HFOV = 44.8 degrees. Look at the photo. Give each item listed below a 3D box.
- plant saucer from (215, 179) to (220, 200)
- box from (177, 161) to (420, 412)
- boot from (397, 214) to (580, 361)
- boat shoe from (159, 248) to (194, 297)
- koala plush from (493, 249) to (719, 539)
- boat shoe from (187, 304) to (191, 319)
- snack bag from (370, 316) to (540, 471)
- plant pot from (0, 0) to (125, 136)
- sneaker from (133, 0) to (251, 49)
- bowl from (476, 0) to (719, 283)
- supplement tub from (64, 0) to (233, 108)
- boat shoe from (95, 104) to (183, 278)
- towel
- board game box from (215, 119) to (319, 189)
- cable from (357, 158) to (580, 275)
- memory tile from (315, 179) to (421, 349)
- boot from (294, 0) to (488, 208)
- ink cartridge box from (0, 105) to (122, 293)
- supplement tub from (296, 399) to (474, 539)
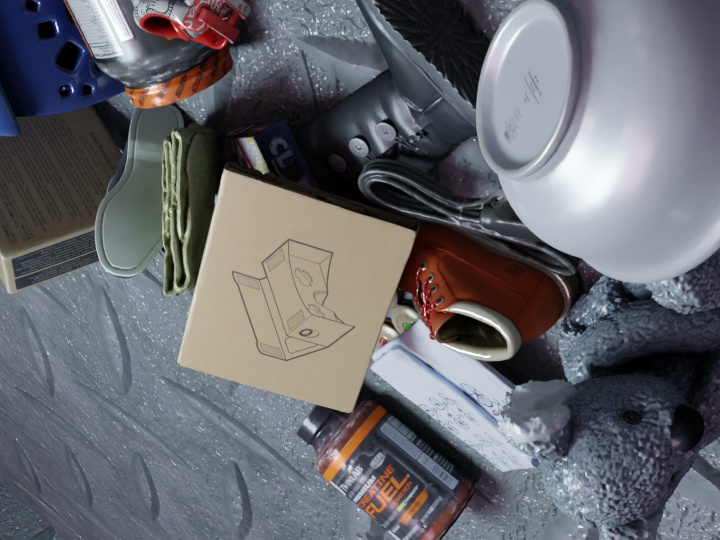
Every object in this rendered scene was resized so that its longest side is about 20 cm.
[{"bbox_3d":[-0.126,-0.040,0.947,0.200,0.019,0.070,49,154,-3],"label":"plant saucer"},{"bbox_3d":[-0.056,0.022,0.739,0.163,0.021,0.200,17,120,-4],"label":"box"},{"bbox_3d":[0.069,0.012,0.730,0.200,0.107,0.075,18,132,35],"label":"boot"},{"bbox_3d":[-0.163,0.003,0.961,0.200,0.072,0.068,43,166,21],"label":"boat shoe"},{"bbox_3d":[0.193,0.104,0.618,0.177,0.200,0.184,52,145,-11],"label":"koala plush"},{"bbox_3d":[-0.103,0.073,1.015,0.200,0.071,0.064,17,170,23],"label":"boat shoe"},{"bbox_3d":[0.103,0.126,0.840,0.189,0.021,0.200,39,159,0],"label":"snack bag"},{"bbox_3d":[-0.361,-0.248,0.841,0.200,0.180,0.200,20,137,32],"label":"plant pot"},{"bbox_3d":[-0.070,-0.212,0.607,0.201,0.108,0.067,2,173,21],"label":"sneaker"},{"bbox_3d":[0.126,-0.095,0.482,0.090,0.201,0.201,5,152,-21],"label":"bowl"},{"bbox_3d":[-0.186,-0.244,0.715,0.122,0.123,0.200,9,132,40],"label":"supplement tub"},{"bbox_3d":[-0.217,-0.075,0.878,0.075,0.200,0.060,17,151,-10],"label":"boat shoe"},{"bbox_3d":[-0.156,-0.061,0.813,0.036,0.200,0.149,2,100,-6],"label":"towel"},{"bbox_3d":[-0.060,-0.040,0.806,0.200,0.035,0.135,65,162,-17],"label":"board game box"},{"bbox_3d":[0.100,-0.049,0.674,0.200,0.050,0.097,15,152,25],"label":"cable"},{"bbox_3d":[0.000,0.000,0.869,0.200,0.017,0.153,46,145,-1],"label":"memory tile"},{"bbox_3d":[0.007,-0.142,0.683,0.165,0.066,0.200,52,149,-8],"label":"boot"},{"bbox_3d":[-0.340,-0.094,0.940,0.200,0.165,0.075,54,149,23],"label":"ink cartridge box"},{"bbox_3d":[0.023,0.222,0.994,0.200,0.107,0.107,38,145,9],"label":"supplement tub"}]
